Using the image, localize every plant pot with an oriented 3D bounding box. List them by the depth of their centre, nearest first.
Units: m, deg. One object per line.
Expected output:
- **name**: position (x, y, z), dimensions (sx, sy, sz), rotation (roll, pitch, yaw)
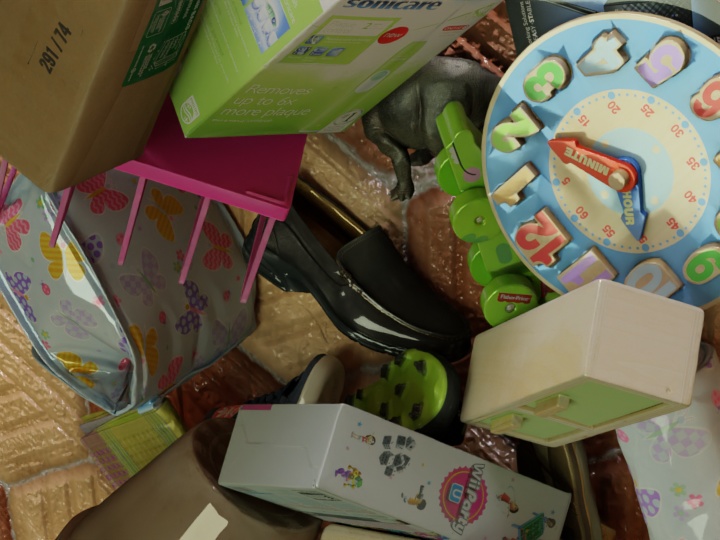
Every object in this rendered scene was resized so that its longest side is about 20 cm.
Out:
- **plant pot**: position (-0.118, 0.213, 1.494), dimensions (0.200, 0.200, 0.174), rotation (42, 116, 12)

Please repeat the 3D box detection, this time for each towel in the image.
- **towel**: position (-0.141, 0.188, 1.632), dimensions (0.201, 0.023, 0.143), rotation (53, 143, -10)

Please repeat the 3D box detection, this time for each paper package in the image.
- **paper package**: position (-0.198, -0.181, 1.243), dimensions (0.190, 0.103, 0.201), rotation (38, 128, 13)

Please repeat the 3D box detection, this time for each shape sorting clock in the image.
- **shape sorting clock**: position (0.167, -0.062, 1.250), dimensions (0.198, 0.039, 0.202), rotation (13, 118, 25)

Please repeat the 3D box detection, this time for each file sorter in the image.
- **file sorter**: position (-0.148, -0.079, 1.405), dimensions (0.198, 0.140, 0.126), rotation (17, 136, -6)

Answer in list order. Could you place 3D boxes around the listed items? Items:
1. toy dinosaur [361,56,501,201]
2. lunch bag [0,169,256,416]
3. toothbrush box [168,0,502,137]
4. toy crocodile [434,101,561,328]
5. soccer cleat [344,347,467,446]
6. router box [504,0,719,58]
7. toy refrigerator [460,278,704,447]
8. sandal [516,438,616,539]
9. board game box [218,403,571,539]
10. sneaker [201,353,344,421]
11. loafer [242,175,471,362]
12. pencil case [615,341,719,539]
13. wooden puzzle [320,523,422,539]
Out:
- **toy dinosaur**: position (0.049, -0.110, 1.383), dimensions (0.199, 0.077, 0.103), rotation (4, 128, 39)
- **lunch bag**: position (-0.184, 0.000, 1.545), dimensions (0.127, 0.169, 0.201), rotation (-29, 94, 42)
- **toothbrush box**: position (-0.018, -0.168, 1.277), dimensions (0.200, 0.145, 0.087), rotation (-37, 68, 42)
- **toy crocodile**: position (0.096, -0.029, 1.360), dimensions (0.061, 0.068, 0.201), rotation (-20, 125, 4)
- **soccer cleat**: position (0.047, 0.100, 1.451), dimensions (0.200, 0.080, 0.068), rotation (144, 134, -70)
- **router box**: position (0.187, -0.106, 1.282), dimensions (0.149, 0.062, 0.202), rotation (-4, 110, 32)
- **toy refrigerator**: position (0.139, 0.067, 1.300), dimensions (0.075, 0.071, 0.200), rotation (16, 164, -16)
- **sandal**: position (0.155, 0.187, 1.463), dimensions (0.080, 0.054, 0.202), rotation (25, 132, 42)
- **board game box**: position (0.023, 0.152, 1.403), dimensions (0.199, 0.065, 0.147), rotation (24, 166, -28)
- **sneaker**: position (-0.082, 0.125, 1.594), dimensions (0.084, 0.075, 0.201), rotation (38, 129, 9)
- **loafer**: position (0.000, 0.000, 1.478), dimensions (0.199, 0.073, 0.073), rotation (29, 122, 20)
- **pencil case**: position (0.226, 0.150, 1.376), dimensions (0.090, 0.083, 0.202), rotation (-10, 106, 37)
- **wooden puzzle**: position (0.094, 0.231, 1.437), dimensions (0.199, 0.038, 0.184), rotation (33, 161, -34)
